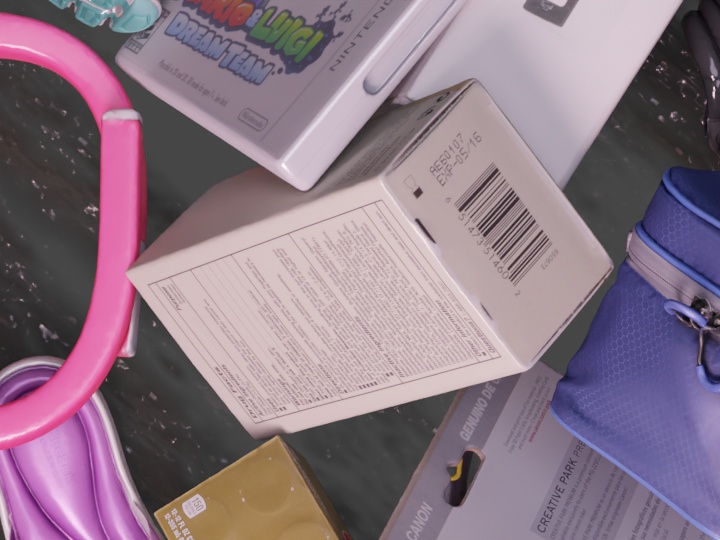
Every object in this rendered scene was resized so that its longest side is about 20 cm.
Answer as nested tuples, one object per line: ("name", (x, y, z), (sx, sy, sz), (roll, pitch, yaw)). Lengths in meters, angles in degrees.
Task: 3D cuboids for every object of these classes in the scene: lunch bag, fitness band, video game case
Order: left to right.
("fitness band", (-0.168, -0.018, 1.272), (0.143, 0.037, 0.201), (2, 79, 2))
("video game case", (-0.010, -0.133, 1.223), (0.024, 0.200, 0.182), (41, 87, -29))
("lunch bag", (0.181, 0.030, 1.151), (0.136, 0.200, 0.133), (36, 110, 35))

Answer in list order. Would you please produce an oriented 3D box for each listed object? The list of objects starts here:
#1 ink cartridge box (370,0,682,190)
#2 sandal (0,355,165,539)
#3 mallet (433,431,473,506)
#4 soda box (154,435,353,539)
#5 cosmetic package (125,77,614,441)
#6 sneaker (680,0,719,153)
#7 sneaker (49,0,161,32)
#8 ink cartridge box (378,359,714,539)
("ink cartridge box", (0.093, -0.132, 1.243), (0.084, 0.146, 0.200), (33, 87, -6))
("sandal", (-0.119, 0.136, 1.271), (0.082, 0.050, 0.203), (-28, 87, -3))
("mallet", (0.040, 0.176, 1.284), (0.066, 0.041, 0.201), (14, 83, 2))
("soda box", (-0.009, 0.176, 1.240), (0.068, 0.064, 0.200), (-32, 74, 1))
("cosmetic package", (0.000, 0.000, 1.196), (0.073, 0.200, 0.104), (-46, 107, -32))
("sneaker", (0.216, -0.057, 1.289), (0.099, 0.071, 0.201), (-29, 96, 12))
("sneaker", (-0.158, -0.193, 1.285), (0.200, 0.078, 0.091), (35, 71, -4))
("ink cartridge box", (0.084, 0.148, 1.203), (0.175, 0.200, 0.084), (33, 127, 0))
